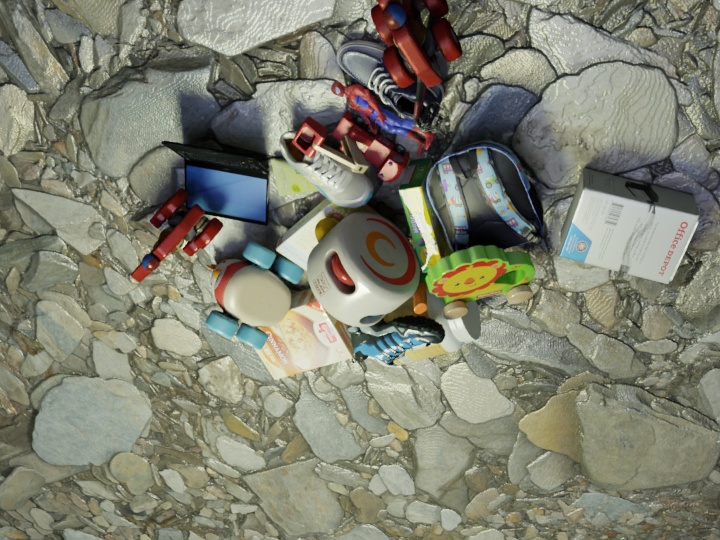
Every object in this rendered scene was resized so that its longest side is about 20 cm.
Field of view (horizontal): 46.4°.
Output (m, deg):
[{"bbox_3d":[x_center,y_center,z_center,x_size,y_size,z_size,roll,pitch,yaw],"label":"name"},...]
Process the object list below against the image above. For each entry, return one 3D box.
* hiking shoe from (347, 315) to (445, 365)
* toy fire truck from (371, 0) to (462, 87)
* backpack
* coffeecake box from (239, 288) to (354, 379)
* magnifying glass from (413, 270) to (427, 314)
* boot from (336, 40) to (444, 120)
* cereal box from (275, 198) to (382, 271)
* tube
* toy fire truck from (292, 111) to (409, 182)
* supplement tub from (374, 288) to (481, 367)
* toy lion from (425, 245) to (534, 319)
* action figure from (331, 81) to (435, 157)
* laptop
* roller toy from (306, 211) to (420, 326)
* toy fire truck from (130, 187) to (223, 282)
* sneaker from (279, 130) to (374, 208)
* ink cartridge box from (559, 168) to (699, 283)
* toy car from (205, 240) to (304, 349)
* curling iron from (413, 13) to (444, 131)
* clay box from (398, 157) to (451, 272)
[{"bbox_3d":[0.071,0.132,1.557,0.199,0.074,0.087,-1,101,34],"label":"hiking shoe"},{"bbox_3d":[0.065,-0.387,1.286,0.112,0.201,0.168,-24,158,22],"label":"toy fire truck"},{"bbox_3d":[0.213,-0.137,1.467,0.182,0.135,0.201,-16,118,24],"label":"backpack"},{"bbox_3d":[-0.127,0.130,1.774,0.199,0.073,0.154,-18,116,24],"label":"coffeecake box"},{"bbox_3d":[0.109,0.020,1.561,0.079,0.200,0.022,-35,112,19],"label":"magnifying glass"},{"bbox_3d":[0.046,-0.320,1.416,0.199,0.091,0.073,23,126,-1],"label":"boot"},{"bbox_3d":[-0.049,-0.062,1.620,0.144,0.040,0.200,35,131,-25],"label":"cereal box"},{"bbox_3d":[-0.070,-0.176,1.571,0.199,0.052,0.058,1,80,19],"label":"tube"},{"bbox_3d":[-0.011,-0.212,1.472,0.199,0.141,0.049,34,125,-8],"label":"toy fire truck"},{"bbox_3d":[0.121,0.100,1.643,0.199,0.145,0.145,-17,117,24],"label":"supplement tub"},{"bbox_3d":[0.211,0.008,1.468,0.199,0.069,0.192,-13,154,-6],"label":"toy lion"},{"bbox_3d":[0.034,-0.270,1.472,0.199,0.052,0.065,34,165,-7],"label":"action figure"},{"bbox_3d":[-0.272,-0.163,1.596,0.176,0.200,0.104,10,87,7],"label":"laptop"},{"bbox_3d":[0.000,0.000,1.513,0.199,0.183,0.140,32,133,-21],"label":"roller toy"},{"bbox_3d":[-0.370,-0.056,1.636,0.112,0.168,0.200,41,155,-14],"label":"toy fire truck"},{"bbox_3d":[-0.065,-0.179,1.499,0.199,0.081,0.077,33,89,20],"label":"sneaker"},{"bbox_3d":[0.466,-0.078,1.471,0.199,0.084,0.146,15,125,5],"label":"ink cartridge box"},{"bbox_3d":[-0.253,0.026,1.687,0.199,0.185,0.177,26,178,39],"label":"toy car"},{"bbox_3d":[0.113,-0.322,1.372,0.049,0.026,0.202,3,83,-7],"label":"curling iron"},{"bbox_3d":[0.124,-0.089,1.535,0.047,0.115,0.201,-6,121,19],"label":"clay box"}]
